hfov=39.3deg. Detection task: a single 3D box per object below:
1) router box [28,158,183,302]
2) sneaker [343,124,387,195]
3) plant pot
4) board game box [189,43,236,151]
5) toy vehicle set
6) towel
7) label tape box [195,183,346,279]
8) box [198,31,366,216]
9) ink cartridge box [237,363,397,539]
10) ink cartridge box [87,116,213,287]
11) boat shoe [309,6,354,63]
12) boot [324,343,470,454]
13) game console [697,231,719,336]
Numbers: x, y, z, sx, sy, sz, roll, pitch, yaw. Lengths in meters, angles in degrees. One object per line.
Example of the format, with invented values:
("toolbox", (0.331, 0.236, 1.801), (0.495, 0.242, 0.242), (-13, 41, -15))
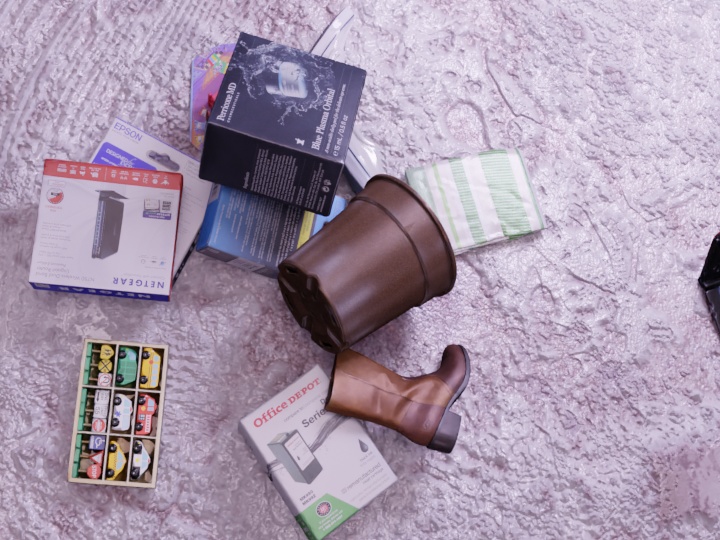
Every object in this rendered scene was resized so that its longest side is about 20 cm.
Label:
("router box", (-0.360, -0.057, 1.440), (0.196, 0.049, 0.183), (5, 76, -8))
("sneaker", (0.013, -0.157, 1.549), (0.070, 0.073, 0.202), (-32, 82, -11))
("plant pot", (0.000, 0.000, 1.424), (0.197, 0.201, 0.201), (-34, 82, -25))
("board game box", (-0.187, -0.269, 1.567), (0.154, 0.039, 0.204), (2, 76, -7))
("toy vehicle set", (-0.342, 0.203, 1.434), (0.121, 0.027, 0.204), (4, 75, -6))
("towel", (0.182, -0.108, 1.587), (0.196, 0.023, 0.155), (-14, 78, -9))
("label tape box", (-0.132, -0.068, 1.504), (0.197, 0.063, 0.147), (20, 72, -24))
("box", (-0.109, -0.210, 1.439), (0.196, 0.118, 0.199), (15, 52, -4))
("ink cartridge box", (-0.064, 0.258, 1.427), (0.145, 0.084, 0.201), (-34, 82, -15))
("ink cartridge box", (-0.327, -0.097, 1.503), (0.196, 0.043, 0.203), (28, 74, -1))
("boat shoe", (-0.055, -0.322, 1.591), (0.065, 0.073, 0.202), (34, 77, -13))
("boot", (0.053, 0.155, 1.452), (0.197, 0.069, 0.191), (21, 55, -5))
("game console", (0.646, 0.008, 1.573), (0.196, 0.174, 0.120), (-18, 52, -12))
